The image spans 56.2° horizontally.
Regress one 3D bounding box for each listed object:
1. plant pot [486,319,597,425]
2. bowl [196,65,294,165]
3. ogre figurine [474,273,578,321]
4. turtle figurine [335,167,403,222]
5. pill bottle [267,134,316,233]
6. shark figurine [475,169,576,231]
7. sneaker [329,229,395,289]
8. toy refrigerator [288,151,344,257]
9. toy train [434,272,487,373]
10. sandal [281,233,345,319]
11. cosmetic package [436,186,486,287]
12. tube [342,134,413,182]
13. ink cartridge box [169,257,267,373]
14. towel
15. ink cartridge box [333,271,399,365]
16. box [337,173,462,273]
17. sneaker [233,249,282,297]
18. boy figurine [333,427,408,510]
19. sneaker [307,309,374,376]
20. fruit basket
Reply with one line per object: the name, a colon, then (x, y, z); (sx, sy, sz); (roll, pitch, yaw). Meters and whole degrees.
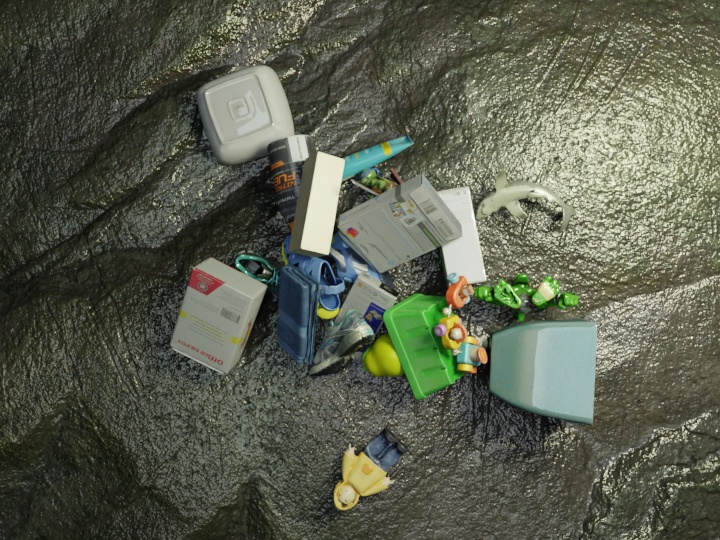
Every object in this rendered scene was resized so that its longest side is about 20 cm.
plant pot: (0.360, 0.194, 1.378); (0.199, 0.196, 0.197); (2, 88, 10)
bowl: (-0.259, -0.350, 1.496); (0.199, 0.075, 0.201); (-18, 87, 1)
ogre figurine: (0.338, 0.056, 1.414); (0.199, 0.120, 0.099); (-16, 83, 2)
turtle figurine: (0.046, -0.114, 1.431); (0.194, 0.200, 0.144); (41, 122, 0)
pill bottle: (-0.134, -0.183, 1.463); (0.106, 0.106, 0.201); (-12, 87, 3)
shark figurine: (0.360, -0.167, 1.448); (0.213, 0.090, 0.129); (6, 122, 12)
sneaker: (0.000, 0.000, 1.465); (0.082, 0.074, 0.200); (-40, 90, 15)
toy refrigerator: (-0.087, -0.132, 1.379); (0.070, 0.076, 0.201); (13, 81, -24)
toy train: (0.217, 0.110, 1.341); (0.150, 0.055, 0.200); (-50, 123, -37)
sandal: (-0.094, 0.000, 1.437); (0.079, 0.087, 0.200); (-27, 77, -42)
cosmetic package: (0.208, -0.067, 1.435); (0.084, 0.108, 0.201); (-9, 86, 4)
tube: (0.019, -0.246, 1.478); (0.199, 0.078, 0.051); (-23, 120, 5)
ink cartridge box: (-0.305, 0.097, 1.440); (0.145, 0.083, 0.201); (26, 113, 5)
towel: (-0.133, 0.092, 1.423); (0.112, 0.048, 0.201); (36, 131, 41)
ink cartridge box: (0.000, 0.105, 1.452); (0.094, 0.037, 0.200); (30, 119, 5)
box: (0.080, -0.089, 1.352); (0.199, 0.041, 0.156); (-26, 127, 26)
sneaker: (-0.192, 0.016, 1.465); (0.199, 0.091, 0.078); (22, 88, 4)
boy figurine: (0.008, 0.429, 1.449); (0.200, 0.064, 0.124); (-45, 88, -2)
sneaker: (-0.048, 0.156, 1.441); (0.200, 0.077, 0.087); (-43, 60, 33)
fruit basket: (0.108, 0.164, 1.424); (0.215, 0.155, 0.217); (19, 121, 36)
